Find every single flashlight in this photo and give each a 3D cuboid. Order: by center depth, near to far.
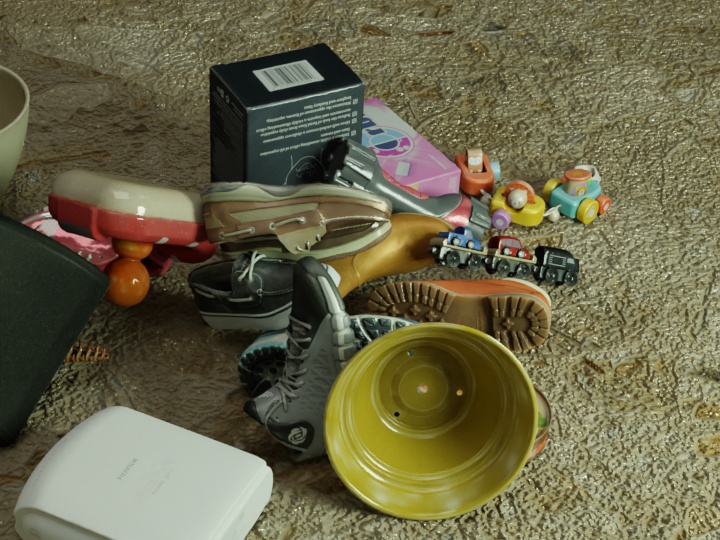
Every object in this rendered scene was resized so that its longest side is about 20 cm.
[{"bbox_3d":[0.054,-0.087,1.736,0.199,0.068,0.068,29,5,-23],"label":"flashlight"}]

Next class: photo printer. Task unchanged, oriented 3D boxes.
[{"bbox_3d":[-0.202,0.208,1.396,0.198,0.070,0.167,18,39,18],"label":"photo printer"}]

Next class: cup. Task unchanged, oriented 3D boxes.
[{"bbox_3d":[-0.474,-0.134,1.762,0.198,0.144,0.201,2,37,-1],"label":"cup"}]

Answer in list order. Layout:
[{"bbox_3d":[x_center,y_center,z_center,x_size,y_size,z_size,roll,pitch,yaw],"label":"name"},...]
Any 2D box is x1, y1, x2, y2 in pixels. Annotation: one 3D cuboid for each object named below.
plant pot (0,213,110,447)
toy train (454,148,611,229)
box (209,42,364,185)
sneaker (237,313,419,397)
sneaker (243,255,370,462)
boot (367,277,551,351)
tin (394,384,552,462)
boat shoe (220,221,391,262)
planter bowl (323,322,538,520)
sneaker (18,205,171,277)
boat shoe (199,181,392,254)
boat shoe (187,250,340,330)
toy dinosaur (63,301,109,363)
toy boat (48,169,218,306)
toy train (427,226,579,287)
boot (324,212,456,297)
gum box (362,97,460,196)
[{"bbox_3d":[-0.395,0.018,1.477,0.198,0.178,0.201,23,71,23],"label":"plant pot"},{"bbox_3d":[0.206,-0.114,1.870,0.198,0.056,0.151,-1,38,-6],"label":"toy train"},{"bbox_3d":[-0.086,-0.137,1.753,0.147,0.202,0.107,-15,39,-24],"label":"box"},{"bbox_3d":[-0.025,0.069,1.561,0.198,0.078,0.087,-8,26,15],"label":"sneaker"},{"bbox_3d":[-0.062,0.095,1.465,0.114,0.202,0.075,-19,18,-15],"label":"sneaker"},{"bbox_3d":[0.110,0.042,1.657,0.198,0.076,0.107,6,16,13],"label":"boot"},{"bbox_3d":[0.102,0.131,1.553,0.199,0.042,0.112,30,48,31],"label":"tin"},{"bbox_3d":[-0.067,-0.051,1.639,0.200,0.076,0.075,-9,22,21],"label":"boat shoe"},{"bbox_3d":[0.062,0.127,1.443,0.198,0.203,0.084,1,20,-4],"label":"planter bowl"},{"bbox_3d":[-0.300,-0.020,1.687,0.198,0.074,0.087,-6,39,-13],"label":"sneaker"},{"bbox_3d":[-0.066,-0.052,1.576,0.198,0.073,0.076,1,-2,6],"label":"boat shoe"},{"bbox_3d":[-0.109,0.017,1.582,0.199,0.071,0.072,-13,35,42],"label":"boat shoe"},{"bbox_3d":[-0.343,0.055,1.593,0.199,0.102,0.136,32,58,7],"label":"toy dinosaur"},{"bbox_3d":[-0.236,-0.027,1.596,0.130,0.132,0.199,15,5,31],"label":"toy boat"},{"bbox_3d":[0.161,-0.016,1.691,0.198,0.046,0.034,9,-1,-29],"label":"toy train"},{"bbox_3d":[-0.001,-0.001,1.667,0.199,0.071,0.144,-5,24,19],"label":"boot"},{"bbox_3d":[0.018,-0.130,1.864,0.113,0.067,0.200,-17,42,-28],"label":"gum box"}]
